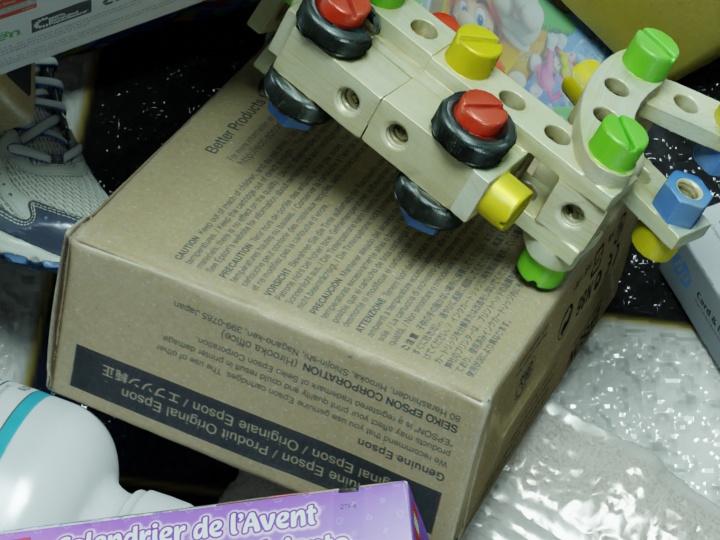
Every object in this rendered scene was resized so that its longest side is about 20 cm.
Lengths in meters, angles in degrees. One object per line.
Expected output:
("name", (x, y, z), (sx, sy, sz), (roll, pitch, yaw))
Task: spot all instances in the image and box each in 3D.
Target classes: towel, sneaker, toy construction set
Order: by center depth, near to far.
("toy construction set", (0.038, -0.068, 1.086), (0.200, 0.092, 0.131), (27, 36, 21))
("towel", (0.049, 0.108, 1.129), (0.200, 0.034, 0.133), (29, 59, 15))
("sneaker", (-0.153, -0.070, 1.168), (0.200, 0.085, 0.077), (39, 19, 31))

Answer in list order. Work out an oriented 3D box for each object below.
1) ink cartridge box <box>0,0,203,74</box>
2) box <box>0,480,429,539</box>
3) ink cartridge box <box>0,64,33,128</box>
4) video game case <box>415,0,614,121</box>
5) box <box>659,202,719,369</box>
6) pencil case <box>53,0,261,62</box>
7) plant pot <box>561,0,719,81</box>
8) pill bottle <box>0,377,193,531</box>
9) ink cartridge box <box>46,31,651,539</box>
("ink cartridge box", (-0.066, -0.160, 0.979), (0.200, 0.176, 0.084), (-21, 70, -14))
("box", (-0.035, 0.132, 0.995), (0.137, 0.200, 0.039), (-8, 62, 5))
("ink cartridge box", (-0.227, -0.120, 1.132), (0.200, 0.075, 0.165), (-11, 65, 18))
("video game case", (0.065, -0.149, 1.251), (0.143, 0.018, 0.200), (44, 54, -26))
("box", (0.245, 0.017, 1.198), (0.200, 0.041, 0.156), (-19, 61, -16))
("pencil case", (-0.060, -0.141, 1.249), (0.200, 0.087, 0.078), (-15, 85, -13))
("plant pot", (0.153, -0.225, 1.214), (0.200, 0.176, 0.200), (42, 53, -29))
("pill bottle", (-0.164, 0.085, 1.084), (0.200, 0.111, 0.111), (19, 58, 9))
("ink cartridge box", (0.000, 0.000, 1.123), (0.165, 0.075, 0.200), (21, 34, 13))
